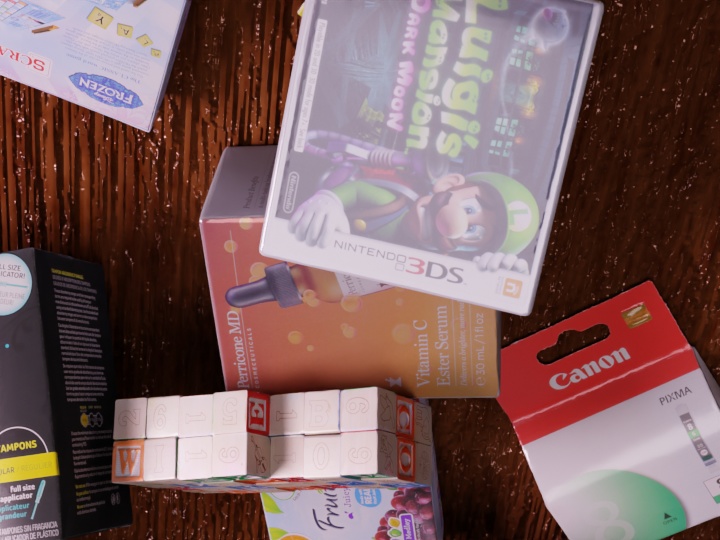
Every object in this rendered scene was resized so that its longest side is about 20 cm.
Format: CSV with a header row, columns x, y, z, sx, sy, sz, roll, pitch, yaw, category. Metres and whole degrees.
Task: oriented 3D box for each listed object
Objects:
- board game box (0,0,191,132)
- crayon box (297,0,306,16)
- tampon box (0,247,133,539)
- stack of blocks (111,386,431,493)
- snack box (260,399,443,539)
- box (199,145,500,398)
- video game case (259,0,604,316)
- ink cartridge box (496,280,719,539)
x,y,z,sx,sy,sz,roll,pitch,yaw,category
-0.203,-0.199,0.861,0.198,0.041,0.200,21,140,-7,board game box
0.064,-0.213,0.853,0.126,0.051,0.200,32,119,-13,crayon box
-0.265,0.098,0.981,0.148,0.126,0.202,-10,82,11,tampon box
-0.062,0.121,0.956,0.198,0.059,0.115,-7,164,27,stack of blocks
-0.013,0.144,1.080,0.141,0.053,0.202,-3,121,10,snack box
0.000,0.000,0.959,0.198,0.107,0.154,-2,122,7,box
0.041,-0.087,0.849,0.180,0.023,0.202,13,103,3,video game case
0.202,0.124,1.050,0.160,0.050,0.201,-27,117,20,ink cartridge box
